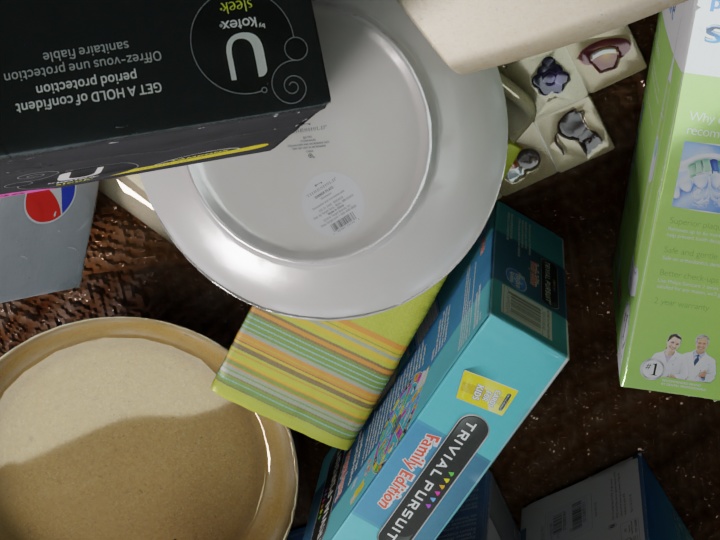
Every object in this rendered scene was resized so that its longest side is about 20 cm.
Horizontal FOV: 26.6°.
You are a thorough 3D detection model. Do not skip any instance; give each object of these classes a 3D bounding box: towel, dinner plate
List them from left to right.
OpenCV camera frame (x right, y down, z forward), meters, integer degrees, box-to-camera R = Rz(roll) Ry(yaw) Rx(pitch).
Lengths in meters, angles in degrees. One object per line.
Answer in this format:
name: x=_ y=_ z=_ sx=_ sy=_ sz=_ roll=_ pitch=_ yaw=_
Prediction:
dinner plate: x=-0.026 y=-0.070 z=0.766 sx=0.200 sy=0.024 sz=0.200 roll=4 pitch=105 yaw=15
towel: x=0.000 y=0.000 z=0.808 sx=0.086 sy=0.018 sz=0.200 roll=26 pitch=110 yaw=-9

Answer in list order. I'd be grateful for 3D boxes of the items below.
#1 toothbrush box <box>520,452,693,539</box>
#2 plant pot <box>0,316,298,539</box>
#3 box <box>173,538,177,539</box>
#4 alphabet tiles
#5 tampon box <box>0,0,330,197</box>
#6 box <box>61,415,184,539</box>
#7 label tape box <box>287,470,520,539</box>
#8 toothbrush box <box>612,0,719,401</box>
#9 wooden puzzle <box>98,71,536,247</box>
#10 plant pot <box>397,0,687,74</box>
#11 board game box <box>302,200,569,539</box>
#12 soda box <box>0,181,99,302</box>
toothbrush box: x=0.173 y=0.231 z=0.867 sx=0.085 sy=0.146 sz=0.200 roll=-29 pitch=107 yaw=18
plant pot: x=-0.136 y=0.118 z=0.869 sx=0.200 sy=0.027 sz=0.200 roll=-2 pitch=106 yaw=-6
box: x=-0.132 y=0.266 z=0.858 sx=0.160 sy=0.044 sz=0.200 roll=-33 pitch=134 yaw=-18
alphabet tiles: x=0.047 y=-0.130 z=0.806 sx=0.166 sy=0.006 sz=0.200 roll=-24 pitch=107 yaw=16
tampon box: x=-0.115 y=-0.146 z=0.673 sx=0.150 sy=0.126 sz=0.200 roll=-11 pitch=88 yaw=-15
box: x=-0.167 y=0.190 z=0.944 sx=0.158 sy=0.050 sz=0.200 roll=-25 pitch=107 yaw=16
label tape box: x=0.014 y=0.204 z=0.845 sx=0.143 sy=0.200 sz=0.066 roll=-19 pitch=111 yaw=14
toothbrush box: x=0.181 y=-0.056 z=0.745 sx=0.086 sy=0.146 sz=0.200 roll=7 pitch=113 yaw=5
wooden puzzle: x=-0.036 y=-0.066 z=0.816 sx=0.185 sy=0.046 sz=0.200 roll=37 pitch=115 yaw=-8
plant pot: x=0.082 y=-0.205 z=0.676 sx=0.177 sy=0.200 sz=0.200 roll=-33 pitch=104 yaw=28
board game box: x=0.038 y=0.078 z=0.816 sx=0.047 sy=0.151 sz=0.200 roll=30 pitch=113 yaw=-6
soda box: x=-0.177 y=-0.085 z=0.808 sx=0.063 sy=0.068 sz=0.200 roll=32 pitch=120 yaw=34
